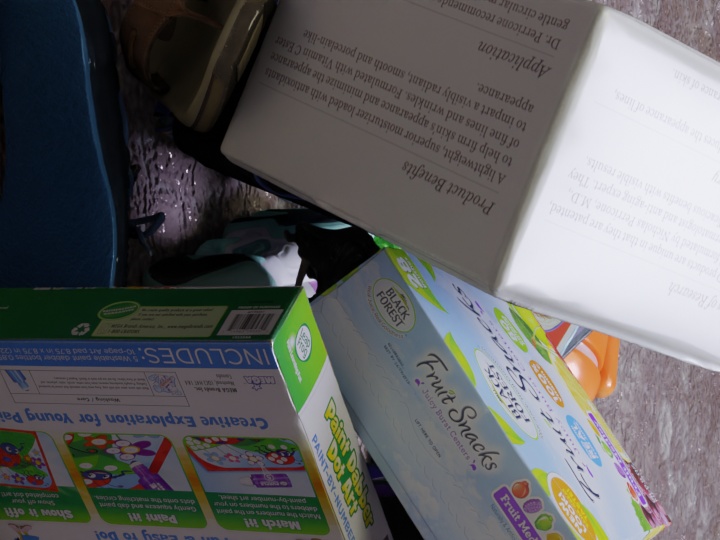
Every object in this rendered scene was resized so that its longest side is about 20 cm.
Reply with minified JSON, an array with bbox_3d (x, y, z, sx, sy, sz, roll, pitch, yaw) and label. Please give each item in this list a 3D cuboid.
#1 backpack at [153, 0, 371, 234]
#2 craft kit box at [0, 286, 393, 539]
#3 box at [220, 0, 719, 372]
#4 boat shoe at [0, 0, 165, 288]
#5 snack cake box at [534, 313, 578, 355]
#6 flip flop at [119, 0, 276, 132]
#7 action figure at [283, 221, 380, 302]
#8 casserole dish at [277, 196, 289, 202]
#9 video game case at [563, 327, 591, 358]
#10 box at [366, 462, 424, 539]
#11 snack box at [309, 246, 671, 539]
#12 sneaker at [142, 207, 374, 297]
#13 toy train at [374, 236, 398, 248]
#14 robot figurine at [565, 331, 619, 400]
[{"bbox_3d":[0.004,-0.128,1.124,0.182,0.134,0.201,20,92,-44],"label":"backpack"},{"bbox_3d":[-0.092,0.096,0.966,0.049,0.198,0.199,-59,142,-48],"label":"craft kit box"},{"bbox_3d":[0.080,-0.060,0.985,0.199,0.198,0.132,18,97,-45],"label":"box"},{"bbox_3d":[-0.132,-0.046,1.020,0.069,0.083,0.202,4,88,-68],"label":"boat shoe"},{"bbox_3d":[0.097,0.004,1.407,0.115,0.067,0.200,38,60,-6],"label":"snack cake box"},{"bbox_3d":[-0.093,-0.124,1.036,0.057,0.200,0.082,25,96,-24],"label":"flip flop"},{"bbox_3d":[-0.061,0.061,1.062,0.200,0.102,0.119,-38,155,-25],"label":"action figure"},{"bbox_3d":[-0.028,-0.131,1.237,0.200,0.039,0.122,-51,130,-29],"label":"casserole dish"},{"bbox_3d":[0.134,-0.025,1.484,0.200,0.019,0.143,-40,89,-30],"label":"video game case"},{"bbox_3d":[0.009,0.153,1.179,0.141,0.198,0.080,0,88,-65],"label":"box"},{"bbox_3d":[0.065,0.078,1.016,0.169,0.068,0.200,57,16,12],"label":"snack box"},{"bbox_3d":[-0.054,0.045,1.205,0.200,0.077,0.141,-25,114,-52],"label":"sneaker"},{"bbox_3d":[0.000,0.000,1.294,0.042,0.056,0.202,-14,114,-72],"label":"toy train"},{"bbox_3d":[0.127,0.032,1.535,0.144,0.116,0.201,62,35,-57],"label":"robot figurine"}]
